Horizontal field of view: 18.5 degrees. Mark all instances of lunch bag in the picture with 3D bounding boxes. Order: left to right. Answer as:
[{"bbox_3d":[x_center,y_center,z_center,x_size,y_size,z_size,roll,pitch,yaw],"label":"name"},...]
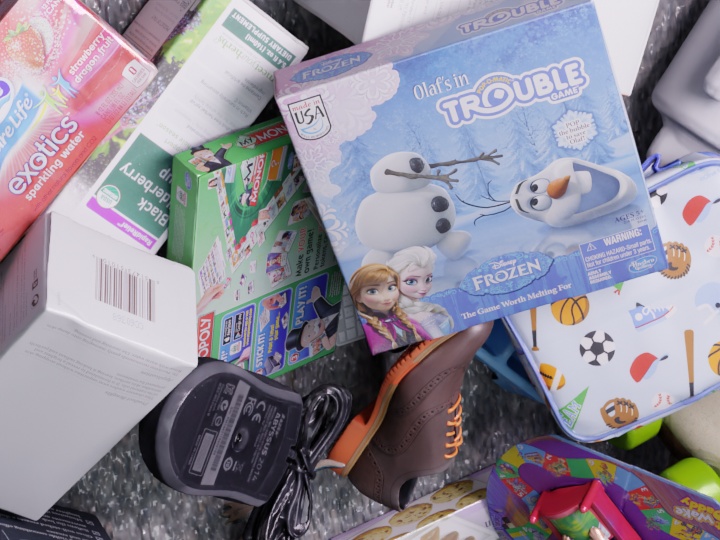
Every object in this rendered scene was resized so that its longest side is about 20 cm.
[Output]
[{"bbox_3d":[0.194,0.012,1.484,0.200,0.076,0.161,-27,94,6],"label":"lunch bag"}]

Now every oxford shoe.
[{"bbox_3d":[0.050,0.091,1.505,0.071,0.073,0.200,-41,169,-44],"label":"oxford shoe"}]

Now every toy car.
[{"bbox_3d":[0.257,0.138,1.632,0.164,0.158,0.200,-27,156,-21],"label":"toy car"}]

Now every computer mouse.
[{"bbox_3d":[-0.090,0.112,1.441,0.200,0.053,0.139,34,77,-56],"label":"computer mouse"}]

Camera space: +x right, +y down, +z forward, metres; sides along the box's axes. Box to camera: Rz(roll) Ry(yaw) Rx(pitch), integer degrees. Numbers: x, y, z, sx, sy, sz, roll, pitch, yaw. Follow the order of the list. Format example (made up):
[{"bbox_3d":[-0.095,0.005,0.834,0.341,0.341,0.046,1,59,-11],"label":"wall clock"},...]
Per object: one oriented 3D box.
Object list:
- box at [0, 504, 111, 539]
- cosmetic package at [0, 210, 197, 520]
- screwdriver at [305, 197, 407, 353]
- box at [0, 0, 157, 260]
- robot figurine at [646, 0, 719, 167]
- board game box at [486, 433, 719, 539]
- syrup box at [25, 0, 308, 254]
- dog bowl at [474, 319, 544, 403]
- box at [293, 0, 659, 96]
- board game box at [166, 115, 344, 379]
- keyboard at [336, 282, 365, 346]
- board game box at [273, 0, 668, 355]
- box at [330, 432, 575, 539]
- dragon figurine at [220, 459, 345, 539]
[{"bbox_3d":[-0.225,0.229,1.414,0.148,0.200,0.107,18,102,-28],"label":"box"},{"bbox_3d":[-0.199,0.065,1.378,0.113,0.081,0.200,24,133,-31],"label":"cosmetic package"},{"bbox_3d":[0.000,0.000,1.471,0.029,0.028,0.200,-31,145,-5],"label":"screwdriver"},{"bbox_3d":[-0.233,-0.087,1.346,0.103,0.095,0.200,39,91,-31],"label":"box"},{"bbox_3d":[0.281,-0.141,1.538,0.200,0.113,0.170,-59,164,9],"label":"robot figurine"},{"bbox_3d":[0.172,0.198,1.538,0.039,0.200,0.158,-56,160,-40],"label":"board game box"},{"bbox_3d":[-0.132,-0.091,1.397,0.079,0.081,0.200,36,92,-31],"label":"syrup box"},{"bbox_3d":[0.113,0.025,1.566,0.200,0.050,0.112,37,92,-32],"label":"dog bowl"},{"bbox_3d":[0.076,-0.188,1.426,0.199,0.124,0.098,7,107,-25],"label":"box"},{"bbox_3d":[-0.065,-0.007,1.435,0.134,0.029,0.200,-22,137,-33],"label":"board game box"},{"bbox_3d":[-0.003,-0.046,1.513,0.056,0.011,0.201,-15,115,-18],"label":"keyboard"},{"bbox_3d":[0.071,-0.061,1.371,0.199,0.043,0.199,-17,121,6],"label":"board game box"},{"bbox_3d":[0.076,0.180,1.620,0.200,0.041,0.039,-23,118,-13],"label":"box"},{"bbox_3d":[-0.065,0.217,1.561,0.200,0.059,0.099,-49,121,1],"label":"dragon figurine"}]
